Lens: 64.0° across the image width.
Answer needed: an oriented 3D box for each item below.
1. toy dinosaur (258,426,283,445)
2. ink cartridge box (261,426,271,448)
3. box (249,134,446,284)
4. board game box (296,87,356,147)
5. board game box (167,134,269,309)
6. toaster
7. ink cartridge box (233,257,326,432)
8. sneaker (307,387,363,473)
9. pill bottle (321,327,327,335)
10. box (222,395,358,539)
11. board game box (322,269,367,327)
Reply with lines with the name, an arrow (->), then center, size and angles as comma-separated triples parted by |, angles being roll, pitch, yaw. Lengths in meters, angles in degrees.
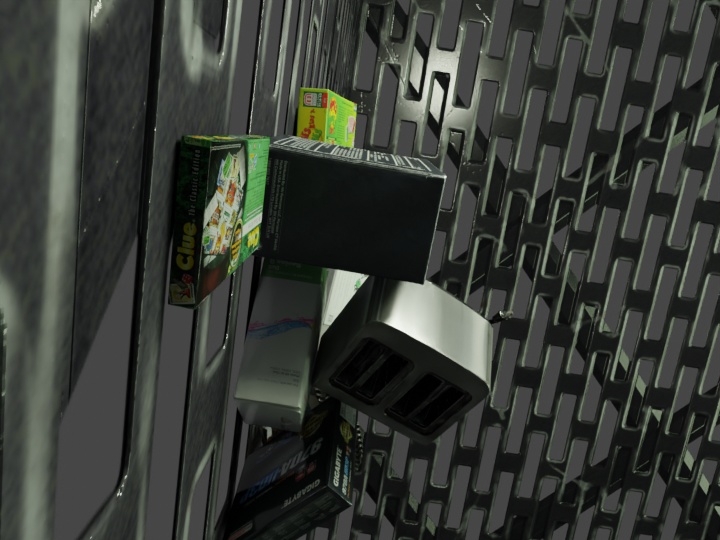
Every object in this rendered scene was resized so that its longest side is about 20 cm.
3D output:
toy dinosaur -> -0.093, 0.279, 0.954 | 0.102, 0.134, 0.203 | 105, -39, -74
ink cartridge box -> -0.100, 0.320, 1.009 | 0.201, 0.158, 0.051 | -84, 157, -63
box -> -0.016, -0.079, 0.671 | 0.200, 0.194, 0.126 | -84, -177, -75
board game box -> -0.052, -0.232, 0.945 | 0.200, 0.047, 0.104 | -40, 136, -75
board game box -> -0.101, -0.050, 0.443 | 0.200, 0.023, 0.107 | -85, -178, -77
toaster -> 0.058, 0.103, 0.716 | 0.201, 0.179, 0.120 | -51, -165, 36
ink cartridge box -> -0.098, 0.092, 0.749 | 0.146, 0.086, 0.203 | 100, -3, -65
sneaker -> -0.050, 0.223, 0.888 | 0.093, 0.069, 0.204 | -173, -107, -69
pill bottle -> -0.100, 0.134, 1.161 | 0.115, 0.112, 0.204 | -87, -175, -76
box -> -0.089, 0.272, 0.753 | 0.199, 0.046, 0.160 | -39, -159, 22
board game box -> 0.000, 0.000, 0.929 | 0.034, 0.125, 0.204 | 7, -99, 48
